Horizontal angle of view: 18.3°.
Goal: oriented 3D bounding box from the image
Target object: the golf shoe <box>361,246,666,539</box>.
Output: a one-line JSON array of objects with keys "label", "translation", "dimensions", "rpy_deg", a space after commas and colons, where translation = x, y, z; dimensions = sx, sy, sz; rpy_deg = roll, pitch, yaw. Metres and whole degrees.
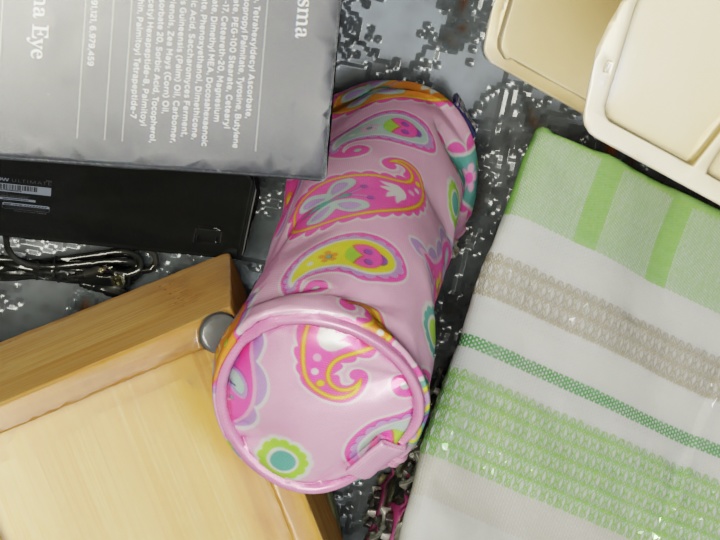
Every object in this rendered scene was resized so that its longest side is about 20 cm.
[{"label": "golf shoe", "translation": [0.076, 0.063, 0.957], "dimensions": [0.092, 0.073, 0.200], "rpy_deg": [32, 98, -14]}]

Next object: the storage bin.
[{"label": "storage bin", "translation": [0.157, -0.070, 0.867], "dimensions": [0.198, 0.200, 0.094], "rpy_deg": [27, 98, -12]}]

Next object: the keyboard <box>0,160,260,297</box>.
[{"label": "keyboard", "translation": [-0.143, -0.028, 0.903], "dimensions": [0.200, 0.127, 0.021], "rpy_deg": [7, 60, -6]}]

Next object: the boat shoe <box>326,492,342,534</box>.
[{"label": "boat shoe", "translation": [-0.039, 0.160, 0.972], "dimensions": [0.073, 0.065, 0.200], "rpy_deg": [-6, 104, -4]}]

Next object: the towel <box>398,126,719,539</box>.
[{"label": "towel", "translation": [0.103, 0.059, 0.901], "dimensions": [0.149, 0.031, 0.200], "rpy_deg": [23, 78, -22]}]

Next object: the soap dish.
[{"label": "soap dish", "translation": [-0.085, 0.113, 0.889], "dimensions": [0.157, 0.081, 0.200], "rpy_deg": [-22, 94, -12]}]

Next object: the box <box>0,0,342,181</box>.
[{"label": "box", "translation": [-0.105, -0.104, 0.830], "dimensions": [0.182, 0.200, 0.104], "rpy_deg": [3, 102, -6]}]

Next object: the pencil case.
[{"label": "pencil case", "translation": [0.000, 0.000, 0.871], "dimensions": [0.087, 0.200, 0.088], "rpy_deg": [5, 121, 8]}]
